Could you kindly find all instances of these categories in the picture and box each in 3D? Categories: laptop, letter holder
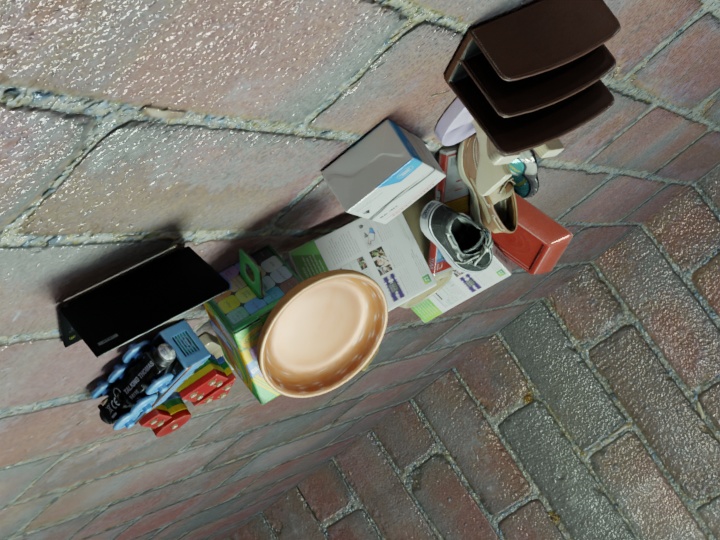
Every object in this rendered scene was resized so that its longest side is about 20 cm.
[{"bbox_3d":[-0.265,0.056,1.353,0.177,0.104,0.200,-27,165,-22],"label":"laptop"},{"bbox_3d":[0.231,-0.246,1.374,0.199,0.142,0.101,-27,165,-25],"label":"letter holder"}]

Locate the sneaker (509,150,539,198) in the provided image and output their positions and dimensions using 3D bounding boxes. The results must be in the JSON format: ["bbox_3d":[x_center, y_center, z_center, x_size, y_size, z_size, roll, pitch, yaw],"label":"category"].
[{"bbox_3d":[0.254,-0.172,1.865,0.079,0.078,0.200,-15,163,7],"label":"sneaker"}]

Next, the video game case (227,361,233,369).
[{"bbox_3d":[-0.123,0.098,1.777,0.182,0.022,0.200,-23,-173,-2],"label":"video game case"}]

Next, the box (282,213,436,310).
[{"bbox_3d":[0.000,0.000,1.640,0.199,0.145,0.036,-27,-178,-28],"label":"box"}]

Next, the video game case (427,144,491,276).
[{"bbox_3d":[0.162,-0.102,1.720,0.143,0.017,0.201,-19,122,-45],"label":"video game case"}]

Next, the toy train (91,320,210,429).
[{"bbox_3d":[-0.312,0.160,1.637,0.200,0.087,0.114,-45,168,37],"label":"toy train"}]

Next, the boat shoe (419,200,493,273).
[{"bbox_3d":[0.164,-0.044,1.680,0.074,0.068,0.199,-59,142,-11],"label":"boat shoe"}]

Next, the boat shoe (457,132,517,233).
[{"bbox_3d":[0.201,-0.136,1.674,0.076,0.072,0.200,-46,138,-23],"label":"boat shoe"}]

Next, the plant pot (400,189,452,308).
[{"bbox_3d":[0.073,-0.019,1.796,0.200,0.135,0.200,-31,166,-8],"label":"plant pot"}]

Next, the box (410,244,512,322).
[{"bbox_3d":[0.145,-0.004,1.952,0.200,0.144,0.036,-31,-154,29],"label":"box"}]

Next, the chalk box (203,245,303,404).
[{"bbox_3d":[-0.138,0.061,1.539,0.123,0.124,0.201,-30,134,-14],"label":"chalk box"}]

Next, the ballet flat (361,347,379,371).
[{"bbox_3d":[-0.007,0.102,1.704,0.072,0.068,0.200,-41,-170,-3],"label":"ballet flat"}]

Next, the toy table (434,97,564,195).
[{"bbox_3d":[0.203,-0.203,1.514,0.183,0.117,0.200,-20,162,-42],"label":"toy table"}]

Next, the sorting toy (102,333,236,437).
[{"bbox_3d":[-0.294,0.200,1.834,0.200,0.070,0.199,-34,166,0],"label":"sorting toy"}]

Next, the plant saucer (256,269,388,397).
[{"bbox_3d":[-0.055,0.081,1.500,0.199,0.037,0.201,-19,130,-25],"label":"plant saucer"}]

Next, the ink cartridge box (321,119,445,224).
[{"bbox_3d":[0.041,-0.127,1.501,0.116,0.067,0.200,-38,165,14],"label":"ink cartridge box"}]

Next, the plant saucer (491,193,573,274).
[{"bbox_3d":[0.249,-0.073,1.872,0.037,0.200,0.200,-50,170,-15],"label":"plant saucer"}]
